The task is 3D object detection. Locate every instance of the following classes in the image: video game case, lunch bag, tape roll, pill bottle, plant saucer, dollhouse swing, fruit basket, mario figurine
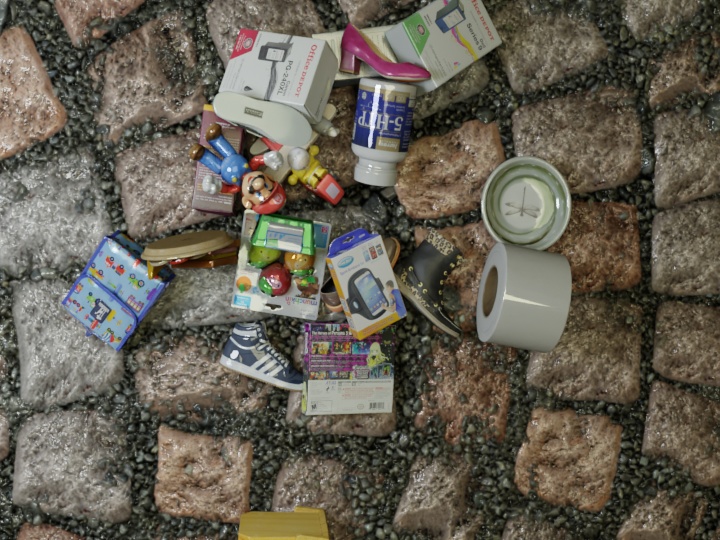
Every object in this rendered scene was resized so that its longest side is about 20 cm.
[{"bbox_3d":[-0.023,0.201,1.688,0.196,0.036,0.186,2,91,-24],"label":"video game case"},{"bbox_3d":[-0.494,0.048,1.653,0.150,0.094,0.201,37,99,-6],"label":"lunch bag"},{"bbox_3d":[0.326,0.055,1.668,0.136,0.203,0.208,11,89,-6],"label":"tape roll"},{"bbox_3d":[0.043,-0.280,1.668,0.117,0.120,0.205,6,105,-6],"label":"pill bottle"},{"bbox_3d":[0.346,-0.138,1.745,0.195,0.050,0.206,0,91,-6],"label":"plant saucer"},{"bbox_3d":[-0.138,0.567,1.623,0.172,0.200,0.186,-13,92,-6],"label":"dollhouse swing"},{"bbox_3d":[-0.161,-0.010,1.674,0.181,0.094,0.205,10,93,-6],"label":"fruit basket"},{"bbox_3d":[-0.222,-0.187,1.547,0.199,0.106,0.124,39,117,-3],"label":"mario figurine"}]

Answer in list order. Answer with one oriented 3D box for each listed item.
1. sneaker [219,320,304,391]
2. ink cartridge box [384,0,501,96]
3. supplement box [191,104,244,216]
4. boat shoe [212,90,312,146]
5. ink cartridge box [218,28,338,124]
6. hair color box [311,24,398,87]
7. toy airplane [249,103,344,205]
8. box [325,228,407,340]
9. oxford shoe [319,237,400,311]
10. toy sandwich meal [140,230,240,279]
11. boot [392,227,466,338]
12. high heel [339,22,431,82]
[{"bbox_3d":[-0.181,0.171,1.683,0.196,0.070,0.111,19,90,-3],"label":"sneaker"},{"bbox_3d":[0.170,-0.472,1.674,0.199,0.087,0.147,-36,103,-24],"label":"ink cartridge box"},{"bbox_3d":[-0.281,-0.217,1.650,0.083,0.110,0.205,7,89,-6],"label":"supplement box"},{"bbox_3d":[-0.187,-0.292,1.578,0.196,0.064,0.072,21,91,-12],"label":"boat shoe"},{"bbox_3d":[-0.159,-0.384,1.626,0.196,0.083,0.148,12,76,21],"label":"ink cartridge box"},{"bbox_3d":[0.000,-0.442,1.702,0.195,0.061,0.102,-8,91,-7],"label":"hair color box"},{"bbox_3d":[-0.133,-0.228,1.650,0.194,0.141,0.205,-4,91,-5],"label":"toy airplane"},{"bbox_3d":[0.010,0.022,1.649,0.117,0.041,0.204,-25,108,-19],"label":"box"},{"bbox_3d":[0.000,0.000,1.687,0.200,0.073,0.071,-44,56,-4],"label":"oxford shoe"},{"bbox_3d":[-0.330,-0.028,1.607,0.200,0.205,0.072,-10,103,-5],"label":"toy sandwich meal"},{"bbox_3d":[0.167,0.027,1.717,0.199,0.073,0.151,42,89,2],"label":"boot"},{"bbox_3d":[0.051,-0.428,1.623,0.196,0.067,0.098,14,99,25],"label":"high heel"}]
